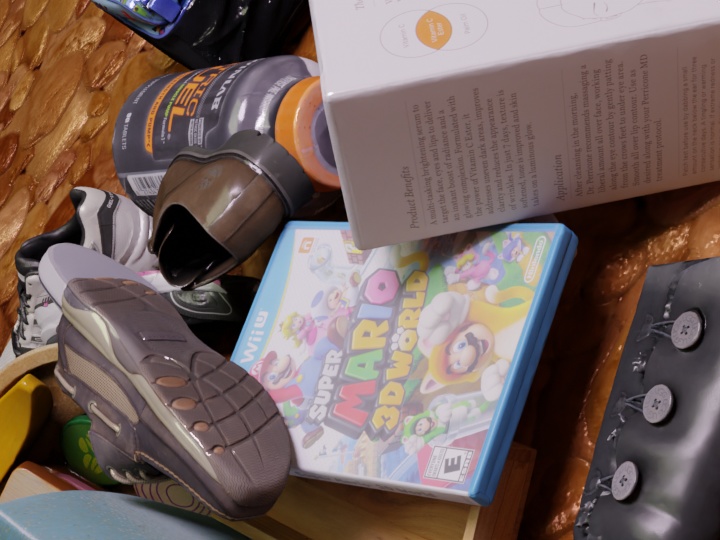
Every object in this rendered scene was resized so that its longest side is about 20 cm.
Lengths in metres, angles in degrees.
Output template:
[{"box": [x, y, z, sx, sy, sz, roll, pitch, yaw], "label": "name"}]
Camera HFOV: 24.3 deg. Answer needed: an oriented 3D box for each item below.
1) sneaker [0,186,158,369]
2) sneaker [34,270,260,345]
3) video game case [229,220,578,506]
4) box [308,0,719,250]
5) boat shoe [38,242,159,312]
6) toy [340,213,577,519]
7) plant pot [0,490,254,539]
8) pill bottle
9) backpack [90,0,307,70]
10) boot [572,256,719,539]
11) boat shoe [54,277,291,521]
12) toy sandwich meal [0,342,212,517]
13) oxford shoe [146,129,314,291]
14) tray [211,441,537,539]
[{"box": [-0.233, 0.017, 1.256, 0.200, 0.087, 0.076, -51, 37, 16], "label": "sneaker"}, {"box": [-0.141, 0.053, 1.139, 0.199, 0.080, 0.087, -16, 77, 44], "label": "sneaker"}, {"box": [0.009, 0.041, 0.863, 0.199, 0.018, 0.144, 2, 64, 45], "label": "video game case"}, {"box": [0.077, -0.115, 0.847, 0.199, 0.107, 0.153, -11, 46, 2], "label": "box"}, {"box": [-0.137, 0.064, 1.053, 0.200, 0.071, 0.070, 39, 115, 17], "label": "boat shoe"}, {"box": [0.043, 0.028, 0.916, 0.200, 0.047, 0.115, -56, 46, 27], "label": "toy"}, {"box": [-0.117, 0.217, 0.855, 0.196, 0.200, 0.197, 16, 78, 55], "label": "plant pot"}, {"box": [-0.071, -0.085, 1.104, 0.199, 0.106, 0.107, 0, 65, 51], "label": "pill bottle"}, {"box": [-0.099, -0.251, 1.241, 0.201, 0.134, 0.182, -55, 35, 2], "label": "backpack"}, {"box": [0.157, 0.093, 0.721, 0.164, 0.066, 0.201, 8, 68, 52], "label": "boot"}, {"box": [-0.103, 0.077, 0.889, 0.200, 0.074, 0.074, 44, 120, 46], "label": "boat shoe"}, {"box": [-0.165, 0.141, 0.996, 0.205, 0.205, 0.070, -43, 3, 24], "label": "toy sandwich meal"}, {"box": [-0.101, -0.028, 1.013, 0.084, 0.073, 0.200, -48, 8, -19], "label": "oxford shoe"}, {"box": [0.002, 0.114, 0.884, 0.199, 0.037, 0.099, 17, 95, 47], "label": "tray"}]
